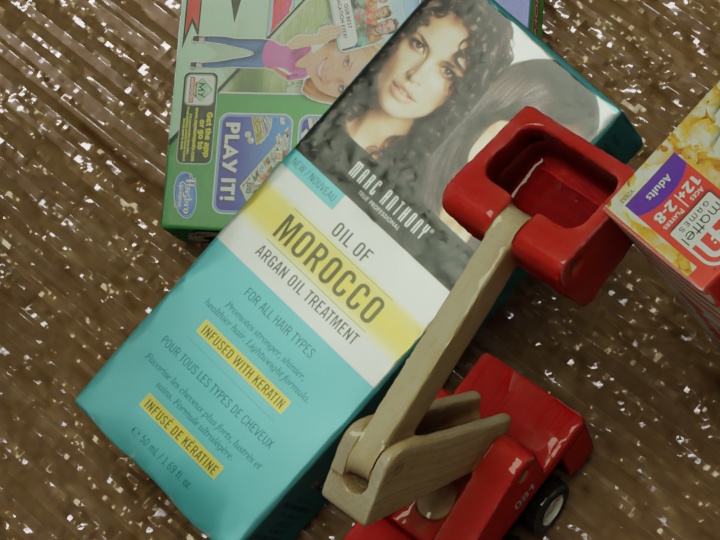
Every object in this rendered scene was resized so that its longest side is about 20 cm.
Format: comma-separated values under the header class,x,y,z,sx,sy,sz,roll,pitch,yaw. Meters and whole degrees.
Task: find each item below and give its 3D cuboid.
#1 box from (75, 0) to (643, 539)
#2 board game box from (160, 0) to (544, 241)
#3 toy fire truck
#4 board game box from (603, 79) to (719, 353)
class,x,y,z,sx,sy,sz,roll,pitch,yaw
box,0.000,0.000,0.825,0.082,0.049,0.200,42,93,17
board game box,0.002,-0.109,0.883,0.134,0.029,0.201,2,82,16
toy fire truck,0.024,0.060,0.767,0.049,0.141,0.200,33,78,24
board game box,0.178,-0.055,0.756,0.200,0.151,0.046,-48,60,1
